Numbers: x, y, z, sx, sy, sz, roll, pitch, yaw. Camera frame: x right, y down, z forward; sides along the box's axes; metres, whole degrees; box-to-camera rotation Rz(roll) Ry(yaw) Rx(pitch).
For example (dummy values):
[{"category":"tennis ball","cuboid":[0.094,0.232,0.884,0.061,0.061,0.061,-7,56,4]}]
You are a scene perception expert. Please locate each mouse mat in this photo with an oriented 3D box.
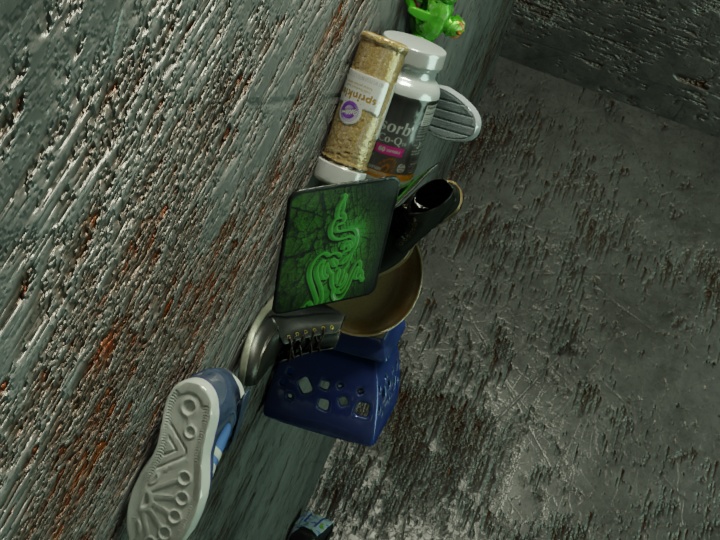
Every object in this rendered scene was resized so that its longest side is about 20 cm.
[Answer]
[{"category":"mouse mat","cuboid":[0.025,-0.078,1.392,0.200,0.008,0.161,-43,-175,-17]},{"category":"mouse mat","cuboid":[-0.033,-0.031,1.256,0.159,0.008,0.201,-12,135,-27]}]

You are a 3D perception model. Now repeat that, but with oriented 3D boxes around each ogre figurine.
[{"category":"ogre figurine","cuboid":[0.111,-0.399,1.477,0.200,0.098,0.120,-40,-158,26]}]

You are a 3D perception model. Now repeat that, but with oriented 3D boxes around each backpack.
[{"category":"backpack","cuboid":[-0.159,0.832,2.987,0.199,0.153,0.165,-10,122,-57]}]

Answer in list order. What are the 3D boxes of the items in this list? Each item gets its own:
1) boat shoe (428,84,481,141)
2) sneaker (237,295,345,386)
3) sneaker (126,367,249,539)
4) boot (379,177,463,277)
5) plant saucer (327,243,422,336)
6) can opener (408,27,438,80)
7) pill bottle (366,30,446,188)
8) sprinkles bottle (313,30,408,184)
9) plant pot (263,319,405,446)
[{"category":"boat shoe","cuboid":[0.110,-0.250,1.439,0.066,0.199,0.074,-13,127,-49]},{"category":"sneaker","cuboid":[-0.090,0.094,1.308,0.201,0.105,0.075,-61,170,-50]},{"category":"sneaker","cuboid":[-0.178,0.205,1.053,0.146,0.080,0.202,6,100,-79]},{"category":"boot","cuboid":[0.056,-0.065,1.373,0.200,0.078,0.138,-44,173,6]},{"category":"plant saucer","cuboid":[0.000,0.000,1.485,0.202,0.199,0.035,-67,-160,-9]},{"category":"can opener","cuboid":[0.113,-0.387,1.594,0.054,0.066,0.201,-80,-175,-52]},{"category":"pill bottle","cuboid":[0.047,-0.229,1.376,0.116,0.115,0.202,-54,164,-64]},{"category":"sprinkles bottle","cuboid":[0.000,-0.208,1.266,0.068,0.068,0.202,-39,149,-77]},{"category":"plant pot","cuboid":[-0.032,0.153,1.619,0.200,0.198,0.182,-51,155,-68]}]
